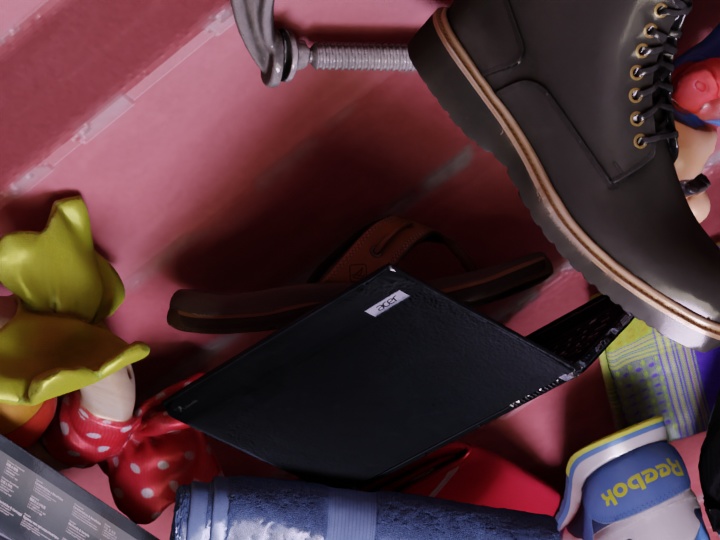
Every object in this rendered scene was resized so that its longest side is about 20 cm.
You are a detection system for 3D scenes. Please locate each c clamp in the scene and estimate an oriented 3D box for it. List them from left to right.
[{"bbox_3d":[0.029,-0.118,1.109,0.199,0.027,0.171,4,133,-19],"label":"c clamp"}]

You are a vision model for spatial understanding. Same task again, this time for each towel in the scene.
[{"bbox_3d":[-0.001,0.163,1.207,0.199,0.049,0.112,7,109,-3],"label":"towel"},{"bbox_3d":[0.230,0.028,1.310,0.199,0.023,0.144,-17,136,1],"label":"towel"}]

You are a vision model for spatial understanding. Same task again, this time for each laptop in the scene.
[{"bbox_3d":[0.034,0.031,1.173,0.177,0.200,0.104,-31,96,41],"label":"laptop"}]

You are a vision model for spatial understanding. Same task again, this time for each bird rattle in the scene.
[{"bbox_3d":[-0.161,0.056,1.207,0.162,0.113,0.200,-8,149,9],"label":"bird rattle"}]

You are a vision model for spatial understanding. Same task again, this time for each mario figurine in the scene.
[{"bbox_3d":[0.178,-0.074,1.130,0.200,0.106,0.123,-37,150,11],"label":"mario figurine"}]

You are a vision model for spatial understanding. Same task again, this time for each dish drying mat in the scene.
[{"bbox_3d":[0.061,0.131,1.318,0.077,0.018,0.200,-29,156,12],"label":"dish drying mat"}]

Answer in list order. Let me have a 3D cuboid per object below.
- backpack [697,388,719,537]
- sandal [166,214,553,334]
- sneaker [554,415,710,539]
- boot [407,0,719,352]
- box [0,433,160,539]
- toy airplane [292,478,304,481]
[{"bbox_3d":[0.256,0.098,1.267,0.153,0.164,0.200,-3,143,-33],"label":"backpack"},{"bbox_3d":[0.000,0.000,1.197,0.199,0.055,0.082,-5,177,-4],"label":"sandal"},{"bbox_3d":[0.157,0.158,1.356,0.074,0.082,0.200,-26,155,-7],"label":"sneaker"},{"bbox_3d":[0.128,-0.077,1.040,0.138,0.200,0.077,-47,170,25],"label":"boot"},{"bbox_3d":[-0.218,0.120,1.208,0.158,0.046,0.200,-5,147,41],"label":"box"},{"bbox_3d":[-0.012,0.214,1.338,0.198,0.142,0.200,10,156,-2],"label":"toy airplane"}]
